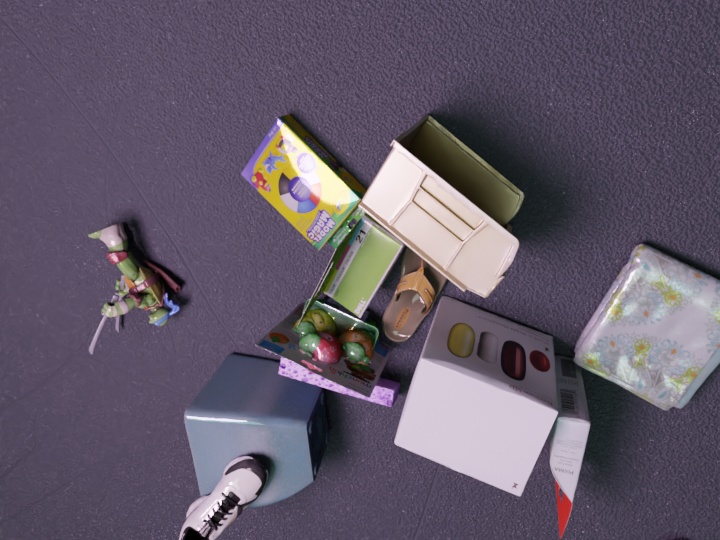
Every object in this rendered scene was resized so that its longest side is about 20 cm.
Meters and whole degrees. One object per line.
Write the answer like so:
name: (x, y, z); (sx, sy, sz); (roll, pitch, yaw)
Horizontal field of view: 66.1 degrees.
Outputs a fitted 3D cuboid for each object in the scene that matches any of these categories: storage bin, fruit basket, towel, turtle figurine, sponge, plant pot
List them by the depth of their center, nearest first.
storage bin: (0.119, -0.090, 0.723); (0.197, 0.200, 0.094); (38, 119, 0)
towel: (0.420, 0.086, 0.779); (0.167, 0.048, 0.204); (25, 116, 7)
fruit basket: (-0.045, 0.111, 0.858); (0.181, 0.200, 0.096); (23, 102, 8)
sponge: (-0.032, 0.181, 0.929); (0.194, 0.111, 0.031); (14, 88, 12)
plant pot: (-0.163, 0.282, 0.971); (0.193, 0.196, 0.203); (-1, 111, 12)
turtle figurine: (-0.439, 0.028, 0.986); (0.195, 0.144, 0.199); (-16, 101, 19)

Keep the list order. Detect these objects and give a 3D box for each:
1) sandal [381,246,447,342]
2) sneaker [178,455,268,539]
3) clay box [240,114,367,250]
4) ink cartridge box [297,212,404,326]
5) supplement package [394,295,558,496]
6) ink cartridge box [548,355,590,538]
sandal: (0.083, 0.035, 0.865); (0.079, 0.054, 0.204); (25, 116, 7)
sneaker: (-0.217, 0.377, 0.876); (0.073, 0.080, 0.201); (39, 108, -8)
clay box: (-0.078, -0.126, 0.859); (0.200, 0.048, 0.115); (44, 117, -1)
ink cartridge box: (0.000, 0.000, 0.790); (0.075, 0.201, 0.150); (32, 124, 2)
supplement package: (0.171, 0.170, 0.808); (0.186, 0.200, 0.151); (19, 116, 9)
ink cartridge box: (0.293, 0.257, 0.823); (0.046, 0.160, 0.206); (9, 113, 12)
